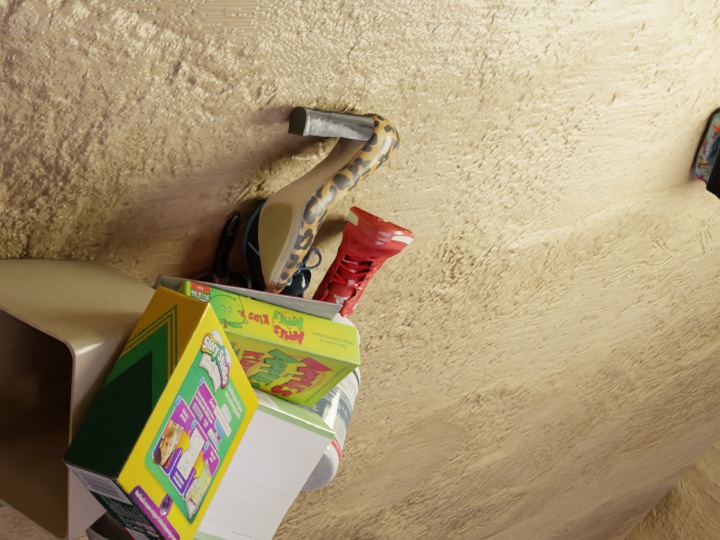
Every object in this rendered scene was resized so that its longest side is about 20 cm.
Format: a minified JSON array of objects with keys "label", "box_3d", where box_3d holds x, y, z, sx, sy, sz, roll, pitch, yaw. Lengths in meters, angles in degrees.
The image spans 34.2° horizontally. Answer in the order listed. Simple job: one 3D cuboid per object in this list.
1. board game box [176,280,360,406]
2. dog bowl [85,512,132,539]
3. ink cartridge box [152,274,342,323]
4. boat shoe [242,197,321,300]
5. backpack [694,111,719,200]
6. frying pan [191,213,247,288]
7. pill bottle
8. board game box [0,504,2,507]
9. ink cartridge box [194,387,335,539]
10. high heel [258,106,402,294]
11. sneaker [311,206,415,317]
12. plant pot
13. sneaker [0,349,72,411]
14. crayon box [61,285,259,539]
[{"label":"board game box","box_3d":[-0.112,0.079,1.204,0.200,0.048,0.102,17,139,-28]},{"label":"dog bowl","box_3d":[-0.223,0.271,1.335,0.200,0.200,0.059,-15,125,-32]},{"label":"ink cartridge box","box_3d":[-0.141,0.053,1.241,0.199,0.044,0.174,10,141,-20]},{"label":"boat shoe","box_3d":[-0.079,0.001,1.286,0.084,0.069,0.200,-36,149,-23]},{"label":"backpack","box_3d":[0.607,-0.179,1.682,0.200,0.135,0.183,-27,150,-13]},{"label":"frying pan","box_3d":[-0.151,0.017,1.296,0.190,0.031,0.115,-46,151,24]},{"label":"pill bottle","box_3d":[-0.065,0.148,1.394,0.119,0.200,0.120,8,136,8]},{"label":"board game box","box_3d":[-0.368,0.219,1.311,0.135,0.028,0.200,-13,160,-34]},{"label":"ink cartridge box","box_3d":[-0.134,0.225,1.230,0.145,0.048,0.200,28,96,-39]},{"label":"high heel","box_3d":[-0.027,-0.066,1.204,0.142,0.071,0.201,2,109,-41]},{"label":"sneaker","box_3d":[0.000,0.000,1.271,0.200,0.078,0.116,68,46,-87]},{"label":"plant pot","box_3d":[-0.268,0.097,1.089,0.177,0.199,0.201,-22,128,-50]},{"label":"sneaker","box_3d":[-0.344,0.130,1.224,0.199,0.060,0.104,-30,147,-16]},{"label":"crayon box","box_3d":[-0.169,0.140,1.045,0.200,0.058,0.173,76,34,-57]}]
